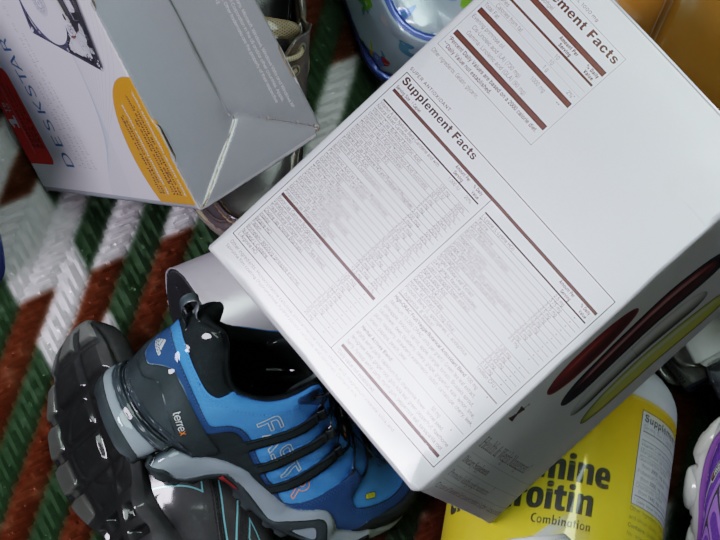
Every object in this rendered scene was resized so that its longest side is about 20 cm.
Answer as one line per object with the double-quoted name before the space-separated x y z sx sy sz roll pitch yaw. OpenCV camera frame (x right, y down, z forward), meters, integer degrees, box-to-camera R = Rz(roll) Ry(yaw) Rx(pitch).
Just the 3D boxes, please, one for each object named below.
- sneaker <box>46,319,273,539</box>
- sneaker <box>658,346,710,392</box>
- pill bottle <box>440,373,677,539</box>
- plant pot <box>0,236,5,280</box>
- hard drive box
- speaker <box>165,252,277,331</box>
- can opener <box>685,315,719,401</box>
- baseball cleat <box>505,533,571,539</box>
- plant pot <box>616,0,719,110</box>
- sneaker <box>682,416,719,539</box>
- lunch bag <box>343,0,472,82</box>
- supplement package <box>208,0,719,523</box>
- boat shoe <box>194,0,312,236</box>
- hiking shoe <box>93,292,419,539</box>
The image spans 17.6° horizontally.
"sneaker" -0.096 0.116 1.176 0.079 0.075 0.201 -9 68 -41
"sneaker" 0.174 0.012 1.266 0.199 0.075 0.087 31 72 1
"pill bottle" 0.102 0.106 1.190 0.111 0.112 0.201 13 67 -7
"plant pot" -0.297 -0.061 1.127 0.199 0.180 0.201 -28 79 -21
"hard drive box" -0.125 -0.118 1.150 0.077 0.200 0.156 -34 108 -22
"speaker" 0.000 0.000 1.223 0.199 0.081 0.082 -23 76 -19
"can opener" 0.210 0.057 1.212 0.053 0.067 0.201 -29 103 2
"baseball cleat" 0.113 0.165 0.982 0.199 0.070 0.107 12 58 -14
"plant pot" 0.159 -0.183 1.201 0.183 0.200 0.201 31 66 12
"sneaker" 0.194 0.171 1.176 0.080 0.083 0.201 -1 100 -4
"lunch bag" 0.080 -0.189 1.313 0.199 0.083 0.162 -14 73 -18
"supplement package" 0.071 -0.010 1.058 0.200 0.191 0.147 -43 74 3
"boat shoe" -0.063 -0.114 1.257 0.074 0.073 0.201 0 70 -12
"hiking shoe" -0.032 0.077 1.144 0.199 0.087 0.075 22 35 -41
